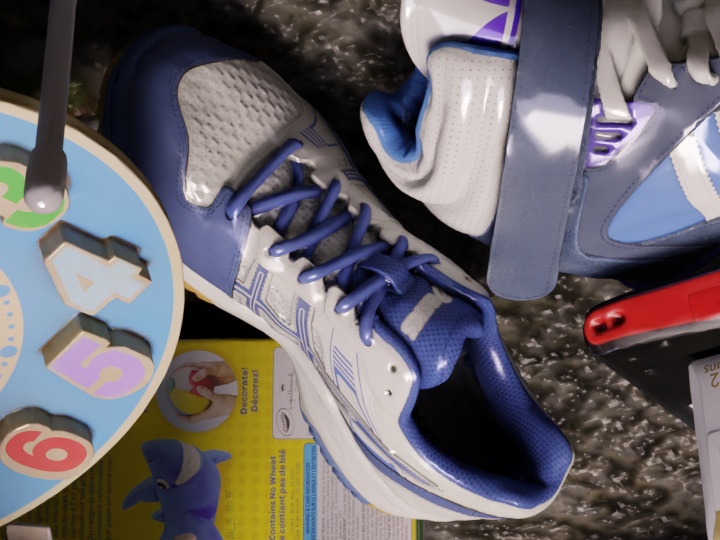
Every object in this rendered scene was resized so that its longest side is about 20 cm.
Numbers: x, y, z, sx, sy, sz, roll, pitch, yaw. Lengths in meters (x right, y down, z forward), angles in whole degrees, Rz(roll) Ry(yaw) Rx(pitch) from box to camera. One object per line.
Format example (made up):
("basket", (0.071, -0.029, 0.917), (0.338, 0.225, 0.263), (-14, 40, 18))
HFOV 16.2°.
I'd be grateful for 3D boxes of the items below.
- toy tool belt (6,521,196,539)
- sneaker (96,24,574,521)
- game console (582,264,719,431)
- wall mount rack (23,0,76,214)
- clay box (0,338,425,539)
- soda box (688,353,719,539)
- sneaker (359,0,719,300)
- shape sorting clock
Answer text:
("toy tool belt", (-0.082, 0.141, 0.805), (0.200, 0.125, 0.123), (-2, 124, 5))
("sneaker", (0.000, 0.000, 0.799), (0.200, 0.075, 0.088), (50, 155, -26))
("game console", (0.187, 0.024, 0.833), (0.177, 0.031, 0.200), (-13, 156, 24))
("wall mount rack", (-0.116, -0.112, 0.654), (0.200, 0.174, 0.075), (22, 165, -19))
("clay box", (-0.077, 0.083, 0.898), (0.200, 0.115, 0.048), (0, 171, 6))
("soda box", (0.185, 0.074, 0.833), (0.068, 0.064, 0.200), (-17, 154, 31))
("sneaker", (0.087, -0.068, 0.747), (0.146, 0.081, 0.200), (21, 140, -24))
("shape sorting clock", (-0.146, 0.024, 0.704), (0.200, 0.039, 0.200), (-10, 136, -10))
